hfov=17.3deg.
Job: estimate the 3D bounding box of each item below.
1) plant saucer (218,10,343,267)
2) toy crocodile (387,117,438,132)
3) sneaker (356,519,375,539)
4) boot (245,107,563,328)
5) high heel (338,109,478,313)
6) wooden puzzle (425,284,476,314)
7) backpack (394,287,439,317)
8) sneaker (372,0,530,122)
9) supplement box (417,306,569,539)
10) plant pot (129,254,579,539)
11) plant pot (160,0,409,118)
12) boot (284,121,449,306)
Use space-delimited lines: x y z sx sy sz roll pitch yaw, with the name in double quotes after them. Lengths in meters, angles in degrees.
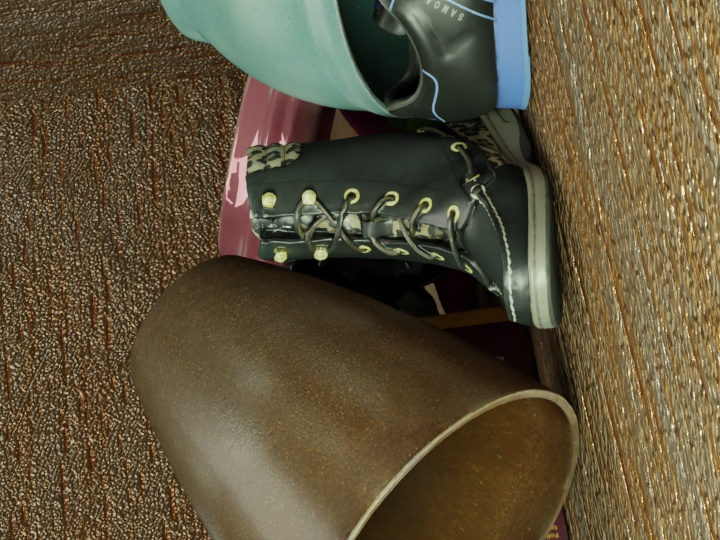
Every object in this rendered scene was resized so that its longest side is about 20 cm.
-0.047 -0.079 1.447 0.201 0.050 0.202 13 -90 -89 "plant saucer"
0.052 -0.102 1.452 0.200 0.061 0.068 98 166 -63 "toy crocodile"
-0.010 0.183 1.370 0.201 0.080 0.074 83 177 -60 "sneaker"
0.021 -0.021 1.214 0.204 0.152 0.074 -102 5 -64 "boot"
0.028 -0.054 1.590 0.068 0.095 0.202 -106 9 -69 "high heel"
0.036 0.048 1.757 0.200 0.037 0.186 -43 48 49 "wooden puzzle"
-0.028 0.066 1.596 0.154 0.200 0.191 37 -166 -23 "backpack"
0.040 -0.169 1.199 0.070 0.077 0.202 -104 6 -67 "sneaker"
0.068 0.136 1.377 0.111 0.085 0.201 86 175 -53 "supplement box"
-0.022 0.084 1.222 0.200 0.186 0.188 39 151 31 "plant pot"
-0.033 -0.186 1.299 0.200 0.133 0.202 3 -90 -65 "plant pot"
0.000 0.001 1.391 0.073 0.163 0.198 43 154 3 "boot"
